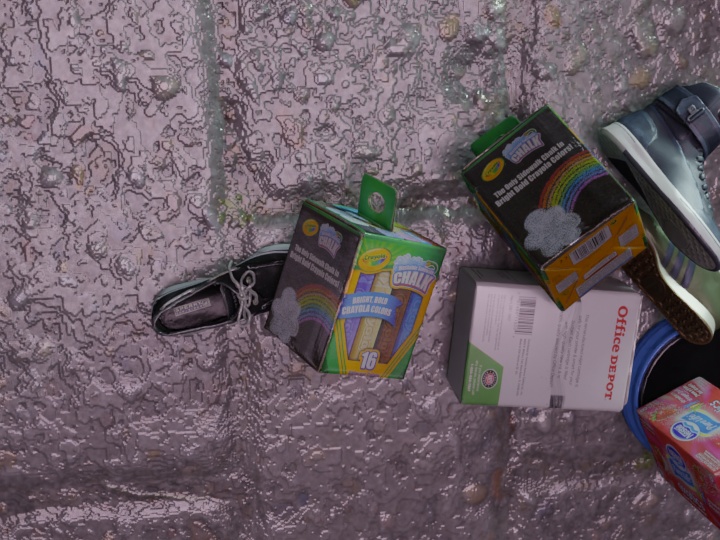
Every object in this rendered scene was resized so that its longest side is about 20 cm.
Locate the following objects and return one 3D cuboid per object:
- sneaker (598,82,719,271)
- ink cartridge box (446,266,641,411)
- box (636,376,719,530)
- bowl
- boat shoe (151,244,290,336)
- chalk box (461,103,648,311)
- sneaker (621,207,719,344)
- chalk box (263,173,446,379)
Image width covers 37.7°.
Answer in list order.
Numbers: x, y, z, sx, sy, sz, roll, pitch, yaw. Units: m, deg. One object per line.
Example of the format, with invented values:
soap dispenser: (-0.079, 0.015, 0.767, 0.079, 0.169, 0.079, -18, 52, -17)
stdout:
sneaker: (0.384, -0.114, 1.178, 0.145, 0.077, 0.203, -32, 77, -6)
ink cartridge box: (0.212, 0.080, 1.233, 0.198, 0.084, 0.148, 4, 103, -9)
box: (0.405, 0.210, 1.190, 0.095, 0.200, 0.100, -26, 106, -3)
bowl: (0.422, 0.147, 1.302, 0.198, 0.039, 0.203, -2, 104, -8)
boat shoe: (-0.140, 0.026, 1.180, 0.197, 0.068, 0.074, -14, 105, -5)
chalk box: (0.200, -0.082, 1.155, 0.124, 0.201, 0.124, -36, 149, 4)
sneaker: (0.368, -0.016, 1.249, 0.090, 0.067, 0.201, -38, 91, -28)
chalk box: (0.000, 0.000, 1.147, 0.123, 0.124, 0.202, 11, 104, -39)
